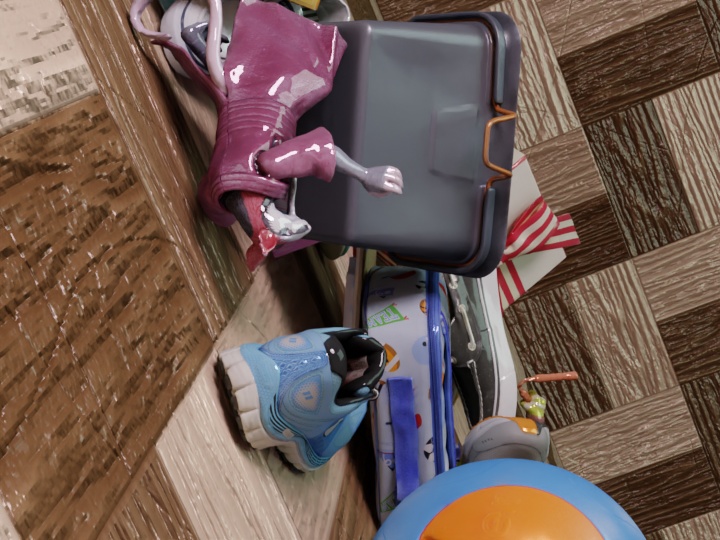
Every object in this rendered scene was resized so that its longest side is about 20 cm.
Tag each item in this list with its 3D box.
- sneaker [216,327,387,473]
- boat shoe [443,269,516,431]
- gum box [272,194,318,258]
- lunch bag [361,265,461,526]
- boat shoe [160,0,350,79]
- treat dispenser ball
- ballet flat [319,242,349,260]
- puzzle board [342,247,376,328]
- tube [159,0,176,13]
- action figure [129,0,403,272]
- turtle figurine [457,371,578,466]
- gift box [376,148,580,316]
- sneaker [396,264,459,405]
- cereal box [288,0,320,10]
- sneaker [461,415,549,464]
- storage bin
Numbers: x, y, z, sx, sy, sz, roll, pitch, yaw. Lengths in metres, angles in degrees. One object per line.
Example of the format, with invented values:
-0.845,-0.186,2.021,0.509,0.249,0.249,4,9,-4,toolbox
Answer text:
-0.019,0.079,0.865,0.200,0.090,0.079,35,35,-76,sneaker
0.088,0.058,1.185,0.071,0.063,0.201,153,-70,-66,boat shoe
-0.060,-0.105,1.114,0.200,0.066,0.114,-91,159,-64,gum box
0.041,0.103,1.084,0.160,0.075,0.201,-88,173,-68,lunch bag
-0.076,-0.195,1.037,0.200,0.067,0.074,-35,109,-58,boat shoe
0.096,0.222,0.862,0.201,0.200,0.202,-21,90,-81,treat dispenser ball
-0.029,-0.112,1.254,0.069,0.069,0.201,7,94,-80,ballet flat
0.000,0.000,1.137,0.151,0.017,0.201,24,69,-85,puzzle board
-0.125,-0.226,1.086,0.078,0.050,0.200,62,17,3,tube
-0.065,-0.095,0.876,0.149,0.134,0.201,38,39,-41,action figure
0.123,0.177,1.273,0.064,0.200,0.161,51,-22,20,turtle figurine
0.116,-0.043,1.485,0.187,0.184,0.200,40,-10,48,gift box
0.051,0.031,1.236,0.087,0.075,0.201,18,64,-42,sneaker
-0.094,-0.254,1.034,0.200,0.143,0.040,-94,-155,-72,cereal box
0.111,0.208,1.155,0.092,0.075,0.200,-91,-163,-46,sneaker
0.029,-0.096,0.989,0.134,0.145,0.201,-1,97,-39,storage bin
